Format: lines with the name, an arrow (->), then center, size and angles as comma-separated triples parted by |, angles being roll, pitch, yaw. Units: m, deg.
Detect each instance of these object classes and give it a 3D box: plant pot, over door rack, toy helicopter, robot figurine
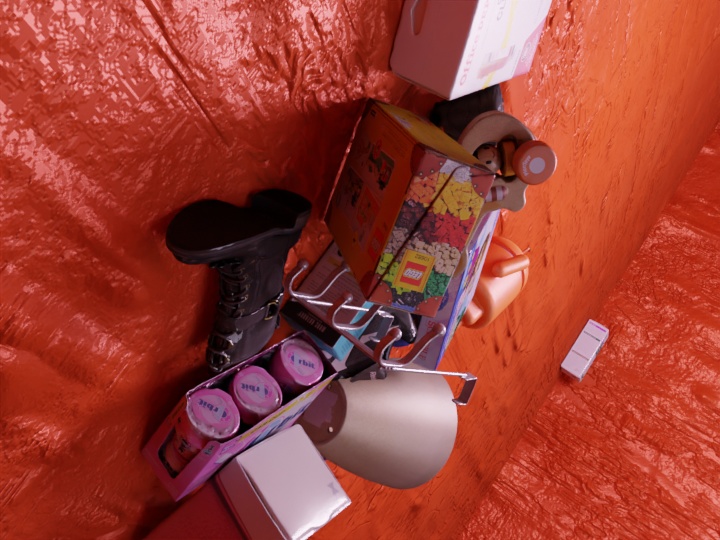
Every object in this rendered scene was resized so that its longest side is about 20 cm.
plant pot -> 0.004, 0.200, 1.087 | 0.199, 0.187, 0.189 | 21, 100, -50
over door rack -> 0.030, 0.056, 0.807 | 0.067, 0.147, 0.199 | -56, 144, 2
toy helicopter -> 0.121, -0.083, 0.891 | 0.079, 0.130, 0.202 | -108, -143, -62
robot figurine -> 0.204, 0.018, 1.305 | 0.199, 0.116, 0.145 | -38, 148, -39

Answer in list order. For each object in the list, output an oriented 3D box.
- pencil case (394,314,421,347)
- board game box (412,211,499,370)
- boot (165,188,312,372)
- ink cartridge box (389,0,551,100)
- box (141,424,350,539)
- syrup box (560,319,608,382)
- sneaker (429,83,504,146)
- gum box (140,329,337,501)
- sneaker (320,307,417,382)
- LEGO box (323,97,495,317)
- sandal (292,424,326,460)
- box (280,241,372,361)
pencil case -> 0.053, 0.026, 1.067 | 0.086, 0.079, 0.201 | -22, 147, -8
board game box -> 0.136, 0.002, 1.085 | 0.200, 0.041, 0.202 | -54, 160, -51
boot -> -0.118, 0.021, 0.748 | 0.199, 0.069, 0.176 | -22, 136, -56
ink cartridge box -> 0.132, -0.284, 0.869 | 0.199, 0.083, 0.147 | -30, 142, -48
box -> -0.131, 0.282, 0.877 | 0.200, 0.110, 0.127 | -43, 166, 25
syrup box -> 0.786, 0.281, 2.765 | 0.201, 0.081, 0.079 | -55, 156, -8
sneaker -> 0.132, -0.193, 0.992 | 0.200, 0.089, 0.077 | -13, 96, -82
gum box -> -0.127, 0.150, 0.834 | 0.199, 0.066, 0.114 | -25, 160, -52
sneaker -> -0.013, 0.107, 0.963 | 0.199, 0.091, 0.066 | -37, 168, 1
LEGO box -> 0.039, -0.070, 0.795 | 0.076, 0.200, 0.151 | 14, 111, -21
sandal -> -0.072, 0.263, 1.129 | 0.083, 0.049, 0.202 | -60, 156, 3
box -> 0.000, 0.000, 0.934 | 0.201, 0.082, 0.049 | -53, 155, -13
